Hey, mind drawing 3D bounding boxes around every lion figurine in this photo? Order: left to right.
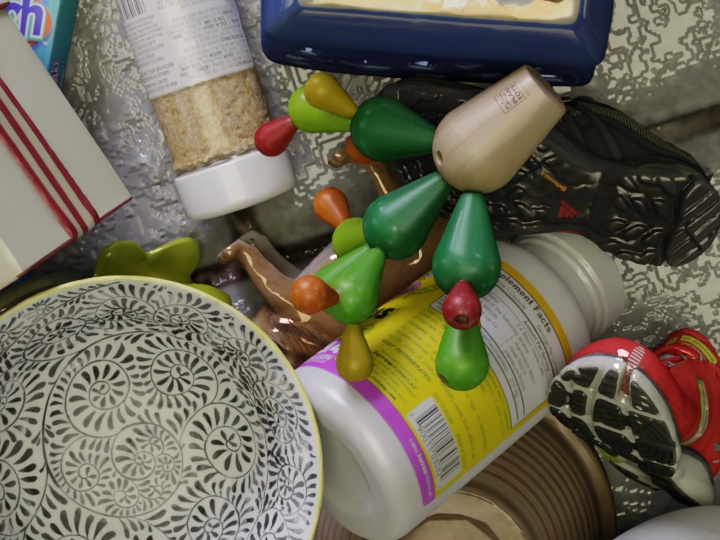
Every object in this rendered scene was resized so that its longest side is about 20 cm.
[{"bbox_3d":[0.000,0.000,0.894,0.200,0.072,0.123,-41,93,7],"label":"lion figurine"}]

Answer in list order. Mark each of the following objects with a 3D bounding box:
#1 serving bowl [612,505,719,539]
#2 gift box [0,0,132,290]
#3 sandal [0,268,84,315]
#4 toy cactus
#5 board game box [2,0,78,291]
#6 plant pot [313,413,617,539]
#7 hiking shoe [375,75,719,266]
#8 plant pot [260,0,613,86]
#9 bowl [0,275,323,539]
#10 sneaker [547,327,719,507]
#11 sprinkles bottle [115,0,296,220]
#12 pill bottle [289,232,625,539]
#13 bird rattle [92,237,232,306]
[{"bbox_3d":[0.167,0.209,0.886,0.200,0.066,0.201,-18,130,-22],"label":"serving bowl"},{"bbox_3d":[-0.240,-0.067,0.804,0.200,0.185,0.187,-33,98,13],"label":"gift box"},{"bbox_3d":[-0.223,0.070,0.831,0.201,0.080,0.057,-33,90,17],"label":"sandal"},{"bbox_3d":[0.026,-0.043,0.776,0.165,0.200,0.102,-42,138,19],"label":"toy cactus"},{"bbox_3d":[-0.257,-0.101,0.911,0.152,0.045,0.201,12,99,2],"label":"board game box"},{"bbox_3d":[0.054,0.162,0.907,0.200,0.093,0.202,0,98,3],"label":"plant pot"},{"bbox_3d":[0.103,-0.061,0.868,0.199,0.101,0.076,20,113,2],"label":"hiking shoe"},{"bbox_3d":[0.044,-0.198,0.808,0.199,0.180,0.201,5,98,2],"label":"plant pot"},{"bbox_3d":[-0.123,0.100,0.803,0.200,0.094,0.202,0,93,-8],"label":"bowl"},{"bbox_3d":[0.162,0.066,0.848,0.077,0.200,0.085,22,79,28],"label":"sneaker"},{"bbox_3d":[-0.098,-0.132,0.884,0.068,0.068,0.201,-17,97,6],"label":"sprinkles bottle"},{"bbox_3d":[0.055,0.052,0.847,0.200,0.104,0.104,-35,96,-29],"label":"pill bottle"},{"bbox_3d":[-0.152,0.082,0.909,0.200,0.113,0.163,-34,111,11],"label":"bird rattle"}]
